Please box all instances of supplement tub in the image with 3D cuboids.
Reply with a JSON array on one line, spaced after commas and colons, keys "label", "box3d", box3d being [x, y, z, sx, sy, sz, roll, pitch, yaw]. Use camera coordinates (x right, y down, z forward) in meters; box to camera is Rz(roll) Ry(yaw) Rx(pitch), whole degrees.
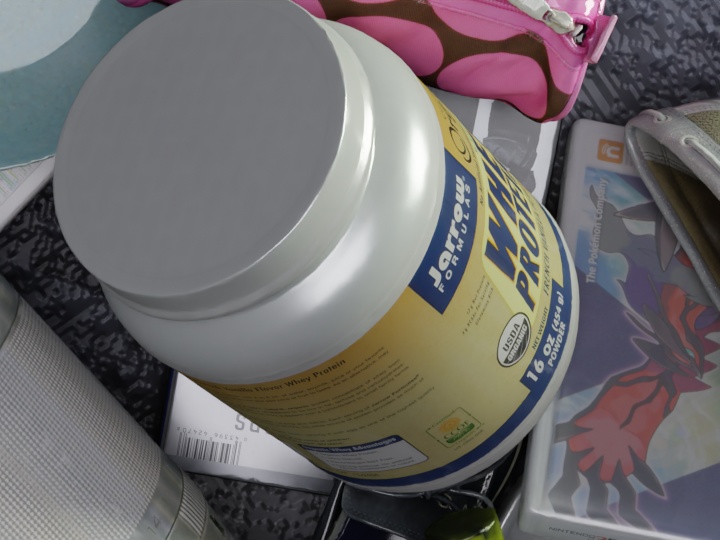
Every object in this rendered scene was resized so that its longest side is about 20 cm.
[{"label": "supplement tub", "box3d": [-0.014, -0.009, 0.964, 0.144, 0.200, 0.144, -12, 63, 24]}]

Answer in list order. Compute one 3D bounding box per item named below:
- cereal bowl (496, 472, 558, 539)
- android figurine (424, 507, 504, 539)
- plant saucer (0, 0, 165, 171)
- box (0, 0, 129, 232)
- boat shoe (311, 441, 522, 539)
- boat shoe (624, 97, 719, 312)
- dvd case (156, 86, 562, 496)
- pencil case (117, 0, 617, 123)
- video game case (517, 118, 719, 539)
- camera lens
[{"label": "cereal bowl", "box3d": [0.142, 0.150, 1.085, 0.200, 0.083, 0.200, 0, 89, -4]}, {"label": "android figurine", "box3d": [0.037, 0.200, 1.010, 0.182, 0.041, 0.200, -14, 104, 2]}, {"label": "plant saucer", "box3d": [-0.162, -0.141, 1.028, 0.201, 0.039, 0.201, 0, 95, -4]}, {"label": "box", "box3d": [-0.173, -0.101, 1.069, 0.144, 0.036, 0.200, 44, 91, -7]}, {"label": "boat shoe", "box3d": [0.021, 0.098, 1.065, 0.075, 0.062, 0.200, 25, 93, -5]}, {"label": "boat shoe", "box3d": [0.164, 0.009, 1.007, 0.065, 0.074, 0.202, -7, 55, -12]}, {"label": "dvd case", "box3d": [0.000, 0.000, 1.095, 0.150, 0.025, 0.200, 10, 96, -5]}, {"label": "pencil case", "box3d": [0.000, -0.120, 0.984, 0.200, 0.094, 0.091, 12, 105, -13]}, {"label": "video game case", "box3d": [0.166, 0.035, 1.046, 0.182, 0.023, 0.200, 11, 57, -1]}, {"label": "camera lens", "box3d": [-0.157, 0.108, 1.018, 0.160, 0.160, 0.200, -40, 109, 1]}]
